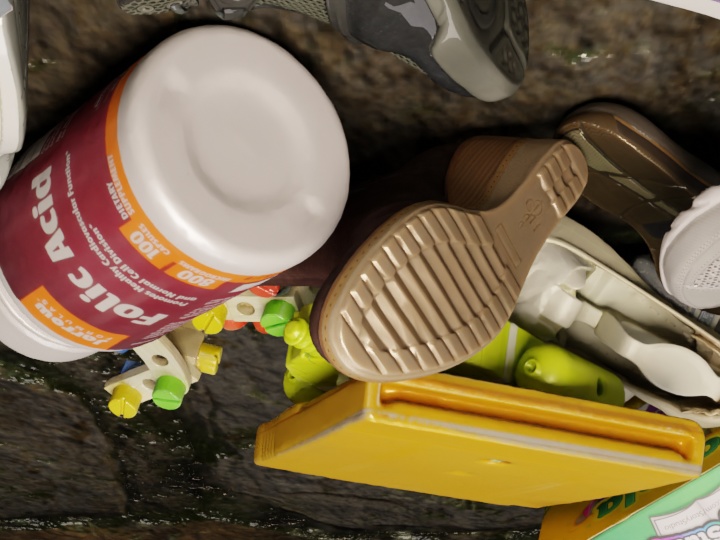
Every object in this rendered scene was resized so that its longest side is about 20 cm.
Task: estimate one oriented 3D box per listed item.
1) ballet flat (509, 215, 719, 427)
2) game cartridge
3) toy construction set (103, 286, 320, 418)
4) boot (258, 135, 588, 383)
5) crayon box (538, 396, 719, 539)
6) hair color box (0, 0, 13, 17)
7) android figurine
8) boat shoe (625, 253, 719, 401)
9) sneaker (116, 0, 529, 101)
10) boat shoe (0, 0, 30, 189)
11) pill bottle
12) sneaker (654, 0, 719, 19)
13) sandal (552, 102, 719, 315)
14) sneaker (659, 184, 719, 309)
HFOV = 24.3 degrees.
[{"bbox_3d":[0.126,0.023,0.889,0.200,0.069,0.069,29,156,-2],"label":"ballet flat"},{"bbox_3d":[0.053,0.091,0.872,0.176,0.032,0.200,12,165,-17],"label":"game cartridge"},{"bbox_3d":[-0.066,0.020,0.944,0.200,0.092,0.131,-10,133,9],"label":"toy construction set"},{"bbox_3d":[0.000,0.000,0.788,0.166,0.072,0.200,-11,-160,42],"label":"boot"},{"bbox_3d":[0.203,0.105,0.975,0.200,0.058,0.173,-35,-171,21],"label":"crayon box"},{"bbox_3d":[-0.238,-0.085,0.612,0.200,0.099,0.061,-3,124,34],"label":"hair color box"},{"bbox_3d":[0.042,0.057,0.881,0.182,0.041,0.200,-4,158,36],"label":"android figurine"},{"bbox_3d":[0.155,0.031,1.014,0.071,0.070,0.201,29,162,-3],"label":"boat shoe"},{"bbox_3d":[-0.021,-0.119,0.606,0.114,0.076,0.199,-12,153,34],"label":"sneaker"},{"bbox_3d":[-0.176,-0.083,0.708,0.065,0.074,0.202,3,166,-17],"label":"boat shoe"},{"bbox_3d":[-0.105,-0.027,0.789,0.114,0.114,0.200,15,155,-32],"label":"pill bottle"},{"bbox_3d":[0.173,-0.129,0.573,0.200,0.073,0.114,7,155,-15],"label":"sneaker"},{"bbox_3d":[0.171,-0.035,0.852,0.200,0.055,0.082,36,151,-33],"label":"sandal"},{"bbox_3d":[0.214,-0.006,0.688,0.200,0.082,0.075,-14,154,37],"label":"sneaker"}]
